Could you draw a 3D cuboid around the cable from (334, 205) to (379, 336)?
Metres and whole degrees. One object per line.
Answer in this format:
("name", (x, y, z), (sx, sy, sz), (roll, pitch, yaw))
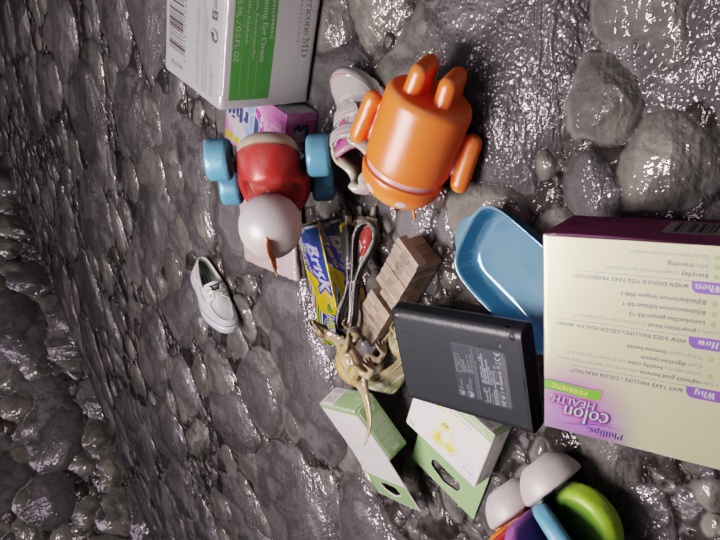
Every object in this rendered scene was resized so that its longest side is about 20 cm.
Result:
("cable", (0.000, 0.000, 0.973), (0.096, 0.050, 0.205), (-2, 90, 47))

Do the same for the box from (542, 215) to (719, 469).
("box", (0.274, 0.058, 0.601), (0.173, 0.096, 0.204), (6, 107, 37))

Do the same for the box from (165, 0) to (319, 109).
("box", (-0.191, -0.388, 0.998), (0.199, 0.169, 0.202), (39, 131, 35))

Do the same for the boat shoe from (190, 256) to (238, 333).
("boat shoe", (-0.335, 0.052, 1.423), (0.200, 0.073, 0.067), (49, 139, 30))

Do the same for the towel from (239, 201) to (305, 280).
("towel", (-0.169, -0.093, 1.194), (0.198, 0.032, 0.195), (20, 119, 48))

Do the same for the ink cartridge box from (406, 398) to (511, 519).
("ink cartridge box", (0.130, 0.260, 0.930), (0.145, 0.047, 0.203), (38, 128, 37))

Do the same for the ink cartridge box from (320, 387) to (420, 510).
("ink cartridge box", (0.026, 0.291, 1.046), (0.202, 0.048, 0.145), (56, 155, -10))

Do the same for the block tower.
("block tower", (0.052, 0.033, 0.939), (0.054, 0.057, 0.201), (53, 140, 25))

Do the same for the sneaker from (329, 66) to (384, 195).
("sneaker", (-0.003, -0.197, 0.896), (0.081, 0.087, 0.203), (-33, 76, 51))

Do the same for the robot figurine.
("robot figurine", (0.070, -0.162, 0.795), (0.118, 0.141, 0.202), (-111, 32, -44))

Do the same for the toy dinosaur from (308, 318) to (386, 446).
("toy dinosaur", (-0.003, 0.146, 0.941), (0.101, 0.058, 0.202), (-44, 69, 44))

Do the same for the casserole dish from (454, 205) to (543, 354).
("casserole dish", (0.194, 0.007, 0.760), (0.200, 0.038, 0.122), (49, 137, 30))

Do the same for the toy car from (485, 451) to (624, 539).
("toy car", (0.221, 0.335, 0.754), (0.176, 0.148, 0.201), (56, 139, 22))

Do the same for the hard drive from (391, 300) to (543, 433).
("hard drive", (0.132, 0.120, 0.811), (0.198, 0.033, 0.142), (7, 118, 43))

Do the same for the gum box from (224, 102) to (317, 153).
("gum box", (-0.156, -0.248, 1.091), (0.199, 0.065, 0.115), (39, 130, 37))

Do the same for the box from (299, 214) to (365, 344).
("box", (-0.042, 0.016, 1.038), (0.064, 0.069, 0.204), (-7, 98, 50))

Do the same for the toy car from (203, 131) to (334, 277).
("toy car", (-0.131, -0.084, 0.942), (0.177, 0.180, 0.204), (87, -179, -73))

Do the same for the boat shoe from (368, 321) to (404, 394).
("boat shoe", (0.050, 0.122, 0.949), (0.202, 0.062, 0.074), (121, 153, -49))
